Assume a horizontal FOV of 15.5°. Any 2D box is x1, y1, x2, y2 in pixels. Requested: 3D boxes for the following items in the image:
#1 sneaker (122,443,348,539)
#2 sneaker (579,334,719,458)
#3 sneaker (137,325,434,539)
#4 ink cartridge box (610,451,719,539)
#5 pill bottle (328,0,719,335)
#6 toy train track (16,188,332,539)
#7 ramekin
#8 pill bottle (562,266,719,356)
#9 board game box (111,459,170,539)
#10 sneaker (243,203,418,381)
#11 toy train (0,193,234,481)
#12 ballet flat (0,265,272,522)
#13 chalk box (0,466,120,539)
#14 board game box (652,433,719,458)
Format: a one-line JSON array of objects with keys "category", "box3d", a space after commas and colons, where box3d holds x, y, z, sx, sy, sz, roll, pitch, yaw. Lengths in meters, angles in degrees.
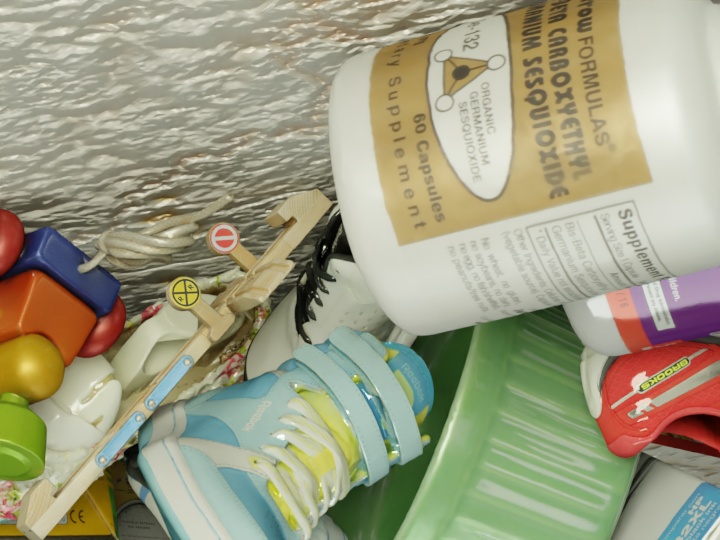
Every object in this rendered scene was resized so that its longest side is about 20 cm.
[{"category": "sneaker", "box3d": [-0.060, 0.120, 1.267, 0.072, 0.073, 0.200, -25, -150, -12]}, {"category": "sneaker", "box3d": [0.191, 0.058, 1.216, 0.199, 0.085, 0.077, 0, 165, -21]}, {"category": "sneaker", "box3d": [-0.024, 0.079, 1.128, 0.130, 0.080, 0.200, -24, -163, -2]}, {"category": "ink cartridge box", "box3d": [0.177, 0.163, 1.261, 0.145, 0.084, 0.200, 36, 177, -12]}, {"category": "pill bottle", "box3d": [0.098, -0.051, 1.008, 0.200, 0.115, 0.114, -14, 163, 17]}, {"category": "toy train track", "box3d": [-0.088, 0.034, 1.167, 0.200, 0.033, 0.115, -50, -172, -17]}, {"category": "ramekin", "box3d": [0.061, 0.090, 1.282, 0.098, 0.200, 0.200, 22, 156, -11]}, {"category": "pill bottle", "box3d": [0.178, -0.036, 1.105, 0.199, 0.113, 0.112, -12, 164, 13]}, {"category": "board game box", "box3d": [-0.089, 0.140, 1.529, 0.035, 0.136, 0.200, -18, 161, 34]}, {"category": "sneaker", "box3d": [0.000, 0.000, 1.211, 0.080, 0.074, 0.200, 12, 141, -37]}, {"category": "toy train", "box3d": [-0.143, 0.039, 1.148, 0.200, 0.116, 0.085, -19, 137, 33]}, {"category": "ballet flat", "box3d": [-0.118, 0.050, 1.262, 0.200, 0.076, 0.064, -32, 160, -39]}, {"category": "chalk box", "box3d": [-0.237, 0.100, 1.340, 0.200, 0.124, 0.124, -21, 161, 39]}, {"category": "board game box", "box3d": [0.226, 0.047, 1.381, 0.151, 0.046, 0.200, -20, -174, -13]}]
